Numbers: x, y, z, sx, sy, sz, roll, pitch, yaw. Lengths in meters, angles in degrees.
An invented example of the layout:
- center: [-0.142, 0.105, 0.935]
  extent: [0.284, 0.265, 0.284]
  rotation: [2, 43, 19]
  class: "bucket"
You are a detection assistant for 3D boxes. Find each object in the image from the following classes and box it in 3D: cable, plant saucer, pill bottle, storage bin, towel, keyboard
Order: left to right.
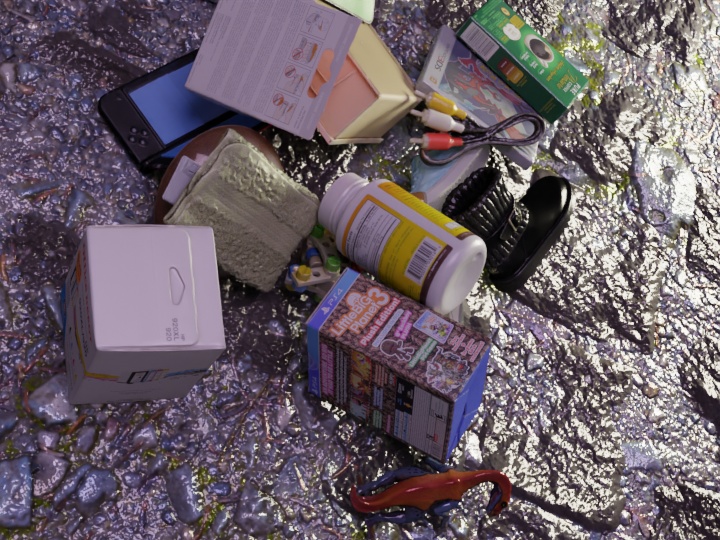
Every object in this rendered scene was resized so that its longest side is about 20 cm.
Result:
- center: [-0.161, -0.076, 1.488]
  extent: [0.200, 0.201, 0.037]
  rotation: [-33, 39, -30]
  class: "plant saucer"
- center: [-0.157, -0.073, 1.462]
  extent: [0.200, 0.011, 0.056]
  rotation: [30, 91, -47]
  class: "keyboard"
- center: [-0.137, -0.064, 1.452]
  extent: [0.149, 0.036, 0.200]
  rotation: [-55, 137, -3]
  class: "towel"
- center: [-0.031, -0.275, 1.609]
  extent: [0.199, 0.094, 0.200]
  rotation: [54, 20, 7]
  class: "storage bin"
- center: [0.047, -0.038, 1.473]
  extent: [0.200, 0.109, 0.109]
  rotation: [34, 56, 24]
  class: "pill bottle"
- center: [0.157, -0.183, 1.640]
  extent: [0.199, 0.050, 0.098]
  rotation: [7, 88, -11]
  class: "cable"

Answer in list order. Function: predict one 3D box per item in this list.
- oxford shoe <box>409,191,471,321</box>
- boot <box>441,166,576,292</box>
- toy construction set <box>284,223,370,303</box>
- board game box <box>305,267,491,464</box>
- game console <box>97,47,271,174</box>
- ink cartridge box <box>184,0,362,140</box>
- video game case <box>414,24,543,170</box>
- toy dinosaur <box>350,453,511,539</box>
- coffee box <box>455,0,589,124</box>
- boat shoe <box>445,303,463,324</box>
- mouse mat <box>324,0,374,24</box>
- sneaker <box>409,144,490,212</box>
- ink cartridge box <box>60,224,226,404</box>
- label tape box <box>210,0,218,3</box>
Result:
- center: [0.104, -0.020, 1.596]
  extent: [0.058, 0.075, 0.200]
  rotation: [-31, 108, -4]
  class: "oxford shoe"
- center: [0.208, -0.093, 1.662]
  extent: [0.158, 0.079, 0.211]
  rotation: [51, 55, -28]
  class: "boot"
- center: [0.000, 0.000, 1.564]
  extent: [0.199, 0.092, 0.131]
  rotation: [20, 39, -22]
  class: "toy construction set"
- center: [0.043, 0.116, 1.456]
  extent: [0.199, 0.160, 0.097]
  rotation: [27, 58, 17]
  class: "board game box"
- center: [-0.206, -0.215, 1.556]
  extent: [0.200, 0.119, 0.173]
  rotation: [-33, 83, -31]
  class: "game console"
- center: [-0.103, -0.262, 1.490]
  extent: [0.199, 0.050, 0.162]
  rotation: [25, 94, 22]
  class: "ink cartridge box"
- center: [0.178, -0.252, 1.741]
  extent: [0.200, 0.023, 0.183]
  rotation: [35, 37, -11]
  class: "video game case"
- center: [0.092, 0.277, 1.458]
  extent: [0.181, 0.200, 0.106]
  rotation: [-12, 88, 6]
  class: "toy dinosaur"
- center: [0.243, -0.316, 1.809]
  extent: [0.200, 0.044, 0.123]
  rotation: [42, 37, -2]
  class: "coffee box"
- center: [0.100, 0.080, 1.553]
  extent: [0.064, 0.074, 0.203]
  rotation: [-5, 109, -1]
  class: "boat shoe"
- center: [-0.022, -0.424, 1.592]
  extent: [0.200, 0.007, 0.162]
  rotation: [7, 87, -65]
  class: "mouse mat"
- center: [0.094, -0.116, 1.679]
  extent: [0.082, 0.074, 0.200]
  rotation: [29, 61, 27]
  class: "sneaker"
- center: [-0.252, 0.052, 1.374]
  extent: [0.144, 0.200, 0.148]
  rotation: [-1, 68, -23]
  class: "ink cartridge box"
- center: [-0.135, -0.429, 1.629]
  extent: [0.144, 0.200, 0.064]
  rotation: [20, 58, -13]
  class: "label tape box"
